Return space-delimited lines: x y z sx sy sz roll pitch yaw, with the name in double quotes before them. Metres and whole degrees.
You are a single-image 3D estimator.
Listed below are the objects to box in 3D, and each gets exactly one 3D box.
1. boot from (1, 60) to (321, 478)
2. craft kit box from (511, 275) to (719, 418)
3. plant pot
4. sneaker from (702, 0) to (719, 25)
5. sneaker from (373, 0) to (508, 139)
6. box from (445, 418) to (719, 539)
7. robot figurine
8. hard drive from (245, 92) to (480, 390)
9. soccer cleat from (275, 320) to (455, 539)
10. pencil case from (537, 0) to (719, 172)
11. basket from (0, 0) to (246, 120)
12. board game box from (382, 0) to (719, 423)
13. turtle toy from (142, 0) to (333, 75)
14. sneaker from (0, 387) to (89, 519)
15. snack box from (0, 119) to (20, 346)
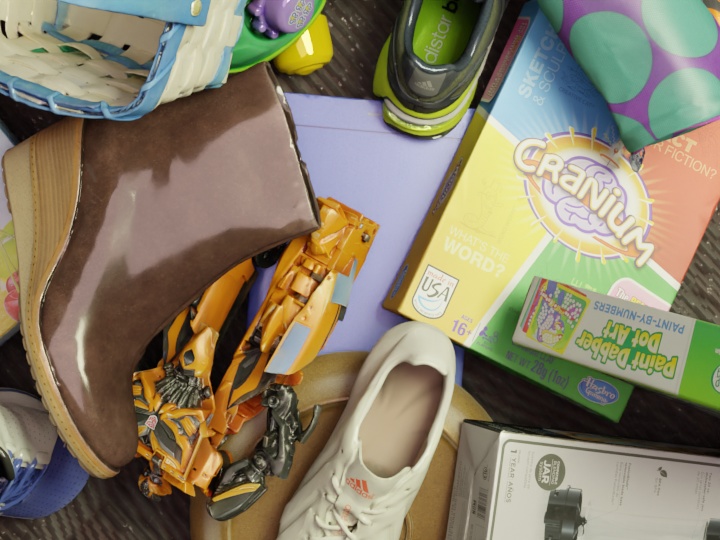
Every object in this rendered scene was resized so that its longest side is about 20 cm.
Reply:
"boot" -0.101 -0.001 1.007 0.165 0.072 0.202 -15 83 9
"craft kit box" 0.215 0.065 0.995 0.196 0.199 0.049 17 90 -35
"plant pot" -0.002 0.149 1.090 0.198 0.028 0.202 0 101 -1
"sneaker" 0.285 -0.115 1.067 0.199 0.112 0.078 38 48 -13
"sneaker" 0.065 -0.178 1.075 0.073 0.081 0.202 16 78 -3
"box" 0.151 0.156 1.071 0.198 0.060 0.118 7 90 -19
"robot figurine" -0.079 0.038 1.057 0.144 0.058 0.201 28 90 29
"hard drive" 0.000 0.000 1.107 0.130 0.025 0.202 4 90 -2
"soccer cleat" 0.000 0.124 1.032 0.069 0.078 0.202 20 99 -5
"pencil case" 0.136 -0.161 1.025 0.085 0.092 0.201 -31 92 16
"basket" -0.151 -0.150 0.931 0.175 0.199 0.141 21 97 28
"board game box" 0.123 -0.035 1.089 0.152 0.040 0.202 26 87 -12
"turtle toy" -0.060 -0.184 1.066 0.198 0.101 0.147 -14 91 -2
"sneaker" -0.217 0.108 1.009 0.081 0.199 0.115 -45 50 4
"snack box" -0.274 -0.011 1.075 0.200 0.068 0.169 -40 92 -3
